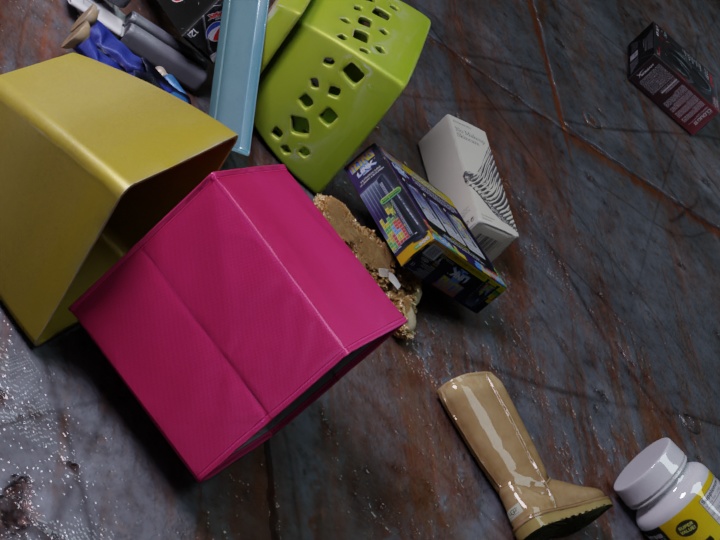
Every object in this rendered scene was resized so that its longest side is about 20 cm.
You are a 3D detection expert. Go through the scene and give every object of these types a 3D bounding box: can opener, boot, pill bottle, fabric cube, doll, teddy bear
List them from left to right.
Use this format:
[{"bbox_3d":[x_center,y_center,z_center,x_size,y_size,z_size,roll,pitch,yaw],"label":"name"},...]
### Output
[{"bbox_3d":[-0.256,-0.283,1.704,0.199,0.066,0.053,35,32,-28],"label":"can opener"},{"bbox_3d":[-0.244,-0.203,1.641,0.200,0.048,0.137,41,30,-22],"label":"doll"},{"bbox_3d":[-0.110,0.043,1.363,0.200,0.200,0.196,51,18,5],"label":"fabric cube"},{"bbox_3d":[0.000,0.000,1.716,0.199,0.066,0.146,32,43,-35],"label":"teddy bear"},{"bbox_3d":[0.195,0.211,1.711,0.174,0.066,0.201,3,52,-50],"label":"boot"},{"bbox_3d":[0.416,0.313,1.821,0.200,0.114,0.114,46,31,-1],"label":"pill bottle"}]

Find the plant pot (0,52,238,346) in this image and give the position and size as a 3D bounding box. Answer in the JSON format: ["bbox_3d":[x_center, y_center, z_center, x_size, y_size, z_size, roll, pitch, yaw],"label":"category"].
[{"bbox_3d":[-0.267,-0.087,1.361,0.176,0.201,0.200,41,31,7],"label":"plant pot"}]

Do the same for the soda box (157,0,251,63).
[{"bbox_3d":[-0.209,-0.337,1.753,0.063,0.071,0.200,39,12,-48],"label":"soda box"}]

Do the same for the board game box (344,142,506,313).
[{"bbox_3d":[0.081,-0.050,1.800,0.200,0.057,0.166,32,23,-53],"label":"board game box"}]

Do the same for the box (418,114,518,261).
[{"bbox_3d":[0.146,-0.112,1.998,0.082,0.068,0.201,20,42,-36],"label":"box"}]

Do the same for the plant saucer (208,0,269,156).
[{"bbox_3d":[-0.142,-0.236,1.675,0.070,0.019,0.202,13,83,-55],"label":"plant saucer"}]

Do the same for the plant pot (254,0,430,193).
[{"bbox_3d":[-0.050,-0.253,1.800,0.181,0.199,0.201,35,34,-9],"label":"plant pot"}]

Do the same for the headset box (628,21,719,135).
[{"bbox_3d":[0.615,-0.368,2.848,0.199,0.077,0.149,37,33,-14],"label":"headset box"}]
